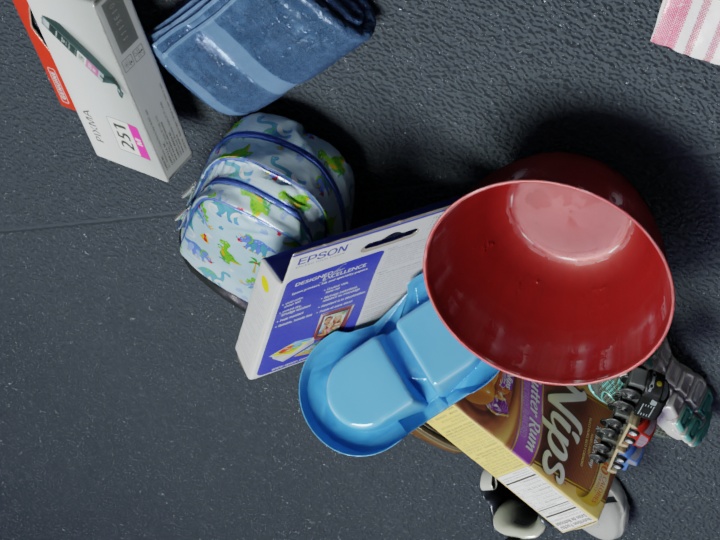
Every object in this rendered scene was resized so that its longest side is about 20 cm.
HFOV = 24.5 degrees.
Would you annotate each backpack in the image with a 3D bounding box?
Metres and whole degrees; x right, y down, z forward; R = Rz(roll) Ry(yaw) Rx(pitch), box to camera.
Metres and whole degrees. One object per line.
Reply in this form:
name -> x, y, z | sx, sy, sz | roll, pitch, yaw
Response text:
backpack -> -0.081, -0.046, 1.455 | 0.163, 0.154, 0.200 | 34, 132, 4

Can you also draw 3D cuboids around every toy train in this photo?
toy train -> 0.232, 0.130, 1.424 | 0.045, 0.034, 0.200 | 16, 156, 6

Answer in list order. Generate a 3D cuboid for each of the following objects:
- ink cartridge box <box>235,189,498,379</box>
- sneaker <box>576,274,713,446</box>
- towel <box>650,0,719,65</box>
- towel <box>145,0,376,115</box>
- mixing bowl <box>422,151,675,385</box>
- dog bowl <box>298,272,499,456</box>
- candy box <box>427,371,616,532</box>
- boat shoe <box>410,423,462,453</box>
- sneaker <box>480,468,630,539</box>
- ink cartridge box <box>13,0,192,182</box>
ink cartridge box -> 0.000, 0.000, 1.409 | 0.047, 0.197, 0.200 | 59, 151, 25
sneaker -> 0.227, 0.083, 1.450 | 0.091, 0.078, 0.200 | -4, 132, 43
towel -> 0.305, -0.171, 1.117 | 0.199, 0.030, 0.147 | 22, 145, 8
towel -> -0.083, -0.190, 1.338 | 0.112, 0.049, 0.199 | 42, 142, -20
mixing bowl -> 0.159, -0.019, 1.320 | 0.199, 0.109, 0.201 | 11, 131, 13
dog bowl -> 0.043, 0.081, 1.432 | 0.112, 0.199, 0.050 | 58, -171, 16
candy box -> 0.151, 0.133, 1.524 | 0.200, 0.117, 0.056 | 40, 143, -17
boat shoe -> 0.031, 0.113, 1.627 | 0.200, 0.072, 0.068 | 38, 149, 3
sneaker -> 0.181, 0.231, 1.611 | 0.079, 0.130, 0.199 | -7, 132, 40
ink cartridge box -> -0.245, -0.182, 1.429 | 0.173, 0.044, 0.201 | 20, 146, 33
